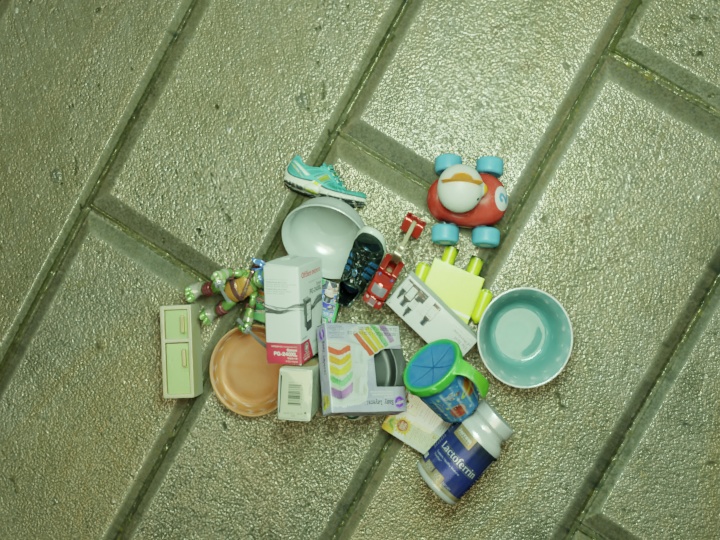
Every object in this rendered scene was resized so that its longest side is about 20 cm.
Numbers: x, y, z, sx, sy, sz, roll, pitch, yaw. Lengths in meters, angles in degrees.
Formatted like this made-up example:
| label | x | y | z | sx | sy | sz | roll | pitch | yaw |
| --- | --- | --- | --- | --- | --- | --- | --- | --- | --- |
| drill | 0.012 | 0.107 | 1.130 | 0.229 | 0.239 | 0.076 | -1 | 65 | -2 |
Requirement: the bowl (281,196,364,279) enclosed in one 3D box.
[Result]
| label | x | y | z | sx | sy | sz | roll | pitch | yaw |
| --- | --- | --- | --- | --- | --- | --- | --- | --- | --- |
| bowl | -0.067 | -0.087 | 1.545 | 0.195 | 0.092 | 0.205 | 9 | 134 | 10 |

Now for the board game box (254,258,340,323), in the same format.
| label | x | y | z | sx | sy | sz | roll | pitch | yaw |
| --- | --- | --- | --- | --- | --- | --- | --- | --- | --- |
| board game box | -0.143 | 0.069 | 1.603 | 0.195 | 0.029 | 0.138 | 18 | 92 | 6 |

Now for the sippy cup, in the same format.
| label | x | y | z | sx | sy | sz | roll | pitch | yaw |
| --- | --- | --- | --- | --- | --- | --- | --- | --- | --- |
| sippy cup | 0.175 | 0.235 | 1.462 | 0.139 | 0.178 | 0.131 | -38 | 116 | -2 |

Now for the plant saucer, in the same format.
| label | x | y | z | sx | sy | sz | roll | pitch | yaw |
| --- | --- | --- | --- | --- | --- | --- | --- | --- | --- |
| plant saucer | -0.241 | 0.223 | 1.609 | 0.194 | 0.037 | 0.207 | 0 | 90 | 7 |

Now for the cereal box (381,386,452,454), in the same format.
| label | x | y | z | sx | sy | sz | roll | pitch | yaw |
| --- | --- | --- | --- | --- | --- | --- | --- | --- | --- |
| cereal box | 0.162 | 0.329 | 1.562 | 0.197 | 0.040 | 0.146 | 31 | 93 | 4 |

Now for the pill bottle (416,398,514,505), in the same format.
| label | x | y | z | sx | sy | sz | roll | pitch | yaw |
| --- | --- | --- | --- | --- | --- | --- | --- | --- | --- |
| pill bottle | 0.219 | 0.372 | 1.480 | 0.116 | 0.116 | 0.201 | 43 | 93 | 5 |

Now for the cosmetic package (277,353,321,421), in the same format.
| label | x | y | z | sx | sy | sz | roll | pitch | yaw |
| --- | --- | --- | --- | --- | --- | --- | --- | --- | --- |
| cosmetic package | -0.119 | 0.242 | 1.512 | 0.069 | 0.200 | 0.109 | 3 | 91 | 6 |

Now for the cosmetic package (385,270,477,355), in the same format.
| label | x | y | z | sx | sy | sz | roll | pitch | yaw |
| --- | --- | --- | --- | --- | --- | --- | --- | --- | --- |
| cosmetic package | 0.152 | 0.103 | 1.519 | 0.199 | 0.051 | 0.083 | 43 | 107 | 0 |

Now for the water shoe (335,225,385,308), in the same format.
| label | x | y | z | sx | sy | sz | roll | pitch | yaw |
| --- | --- | --- | --- | --- | --- | --- | --- | --- | --- |
| water shoe | 0.000 | 0.000 | 1.479 | 0.070 | 0.080 | 0.203 | 22 | 135 | 3 |

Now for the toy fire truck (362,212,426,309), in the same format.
| label | x | y | z | sx | sy | sz | roll | pitch | yaw |
| --- | --- | --- | --- | --- | --- | --- | --- | --- | --- |
| toy fire truck | 0.074 | -0.023 | 1.520 | 0.048 | 0.201 | 0.143 | 29 | 124 | 2 |

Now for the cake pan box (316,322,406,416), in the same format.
| label | x | y | z | sx | sy | sz | roll | pitch | yaw |
| --- | --- | --- | --- | --- | --- | --- | --- | --- | --- |
| cake pan box | 0.006 | 0.209 | 1.507 | 0.195 | 0.052 | 0.190 | 7 | 71 | -30 |

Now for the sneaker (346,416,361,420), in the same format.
| label | x | y | z | sx | sy | sz | roll | pitch | yaw |
| --- | --- | --- | --- | --- | --- | --- | --- | --- | --- |
| sneaker | -0.014 | 0.228 | 1.556 | 0.075 | 0.091 | 0.207 | -4 | 89 | 5 |

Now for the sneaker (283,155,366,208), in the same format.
| label | x | y | z | sx | sy | sz | roll | pitch | yaw |
| --- | --- | --- | --- | --- | --- | --- | --- | --- | --- |
| sneaker | -0.074 | -0.195 | 1.577 | 0.195 | 0.078 | 0.082 | 22 | 80 | 4 |

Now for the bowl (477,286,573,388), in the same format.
| label | x | y | z | sx | sy | sz | roll | pitch | yaw |
| --- | --- | --- | --- | --- | --- | --- | --- | --- | --- |
| bowl | 0.341 | 0.138 | 1.511 | 0.194 | 0.105 | 0.208 | 0 | 89 | 6 |

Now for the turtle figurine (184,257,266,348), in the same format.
| label | x | y | z | sx | sy | sz | roll | pitch | yaw |
| --- | --- | --- | --- | --- | --- | --- | --- | --- | --- |
| turtle figurine | -0.291 | 0.070 | 1.536 | 0.190 | 0.143 | 0.206 | -16 | 60 | 31 |

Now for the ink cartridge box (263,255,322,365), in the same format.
| label | x | y | z | sx | sy | sz | roll | pitch | yaw |
| --- | --- | --- | --- | --- | --- | --- | --- | --- | --- |
| ink cartridge box | -0.138 | 0.079 | 1.501 | 0.081 | 0.145 | 0.207 | 2 | 99 | 16 |

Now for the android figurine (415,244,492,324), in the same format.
| label | x | y | z | sx | sy | sz | roll | pitch | yaw |
| --- | --- | --- | --- | --- | --- | --- | --- | --- | --- |
| android figurine | 0.193 | 0.054 | 1.561 | 0.178 | 0.041 | 0.205 | 24 | 91 | 6 |

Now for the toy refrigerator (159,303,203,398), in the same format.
| label | x | y | z | sx | sy | sz | roll | pitch | yaw |
| --- | --- | --- | --- | --- | --- | --- | --- | --- | --- |
| toy refrigerator | -0.404 | 0.180 | 1.611 | 0.073 | 0.070 | 0.207 | -2 | 89 | 6 |

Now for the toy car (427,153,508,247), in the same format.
| label | x | y | z | sx | sy | sz | roll | pitch | yaw |
| --- | --- | --- | --- | --- | --- | --- | --- | --- | --- |
| toy car | 0.222 | -0.160 | 1.466 | 0.171 | 0.200 | 0.190 | 4 | 82 | 6 |
